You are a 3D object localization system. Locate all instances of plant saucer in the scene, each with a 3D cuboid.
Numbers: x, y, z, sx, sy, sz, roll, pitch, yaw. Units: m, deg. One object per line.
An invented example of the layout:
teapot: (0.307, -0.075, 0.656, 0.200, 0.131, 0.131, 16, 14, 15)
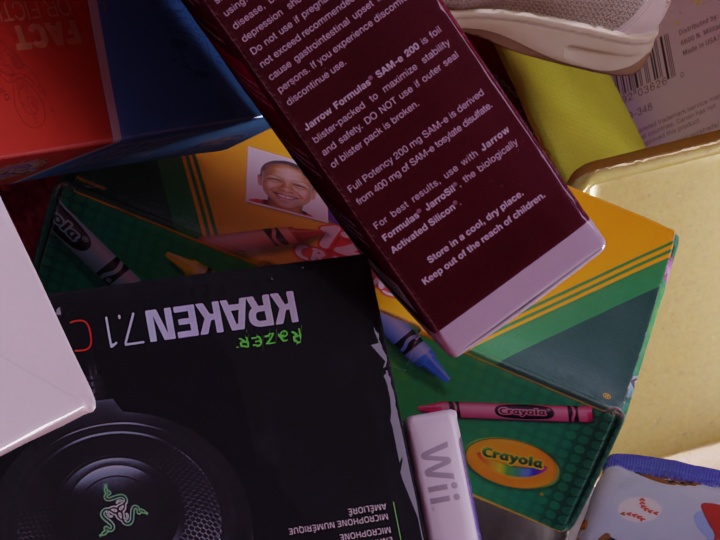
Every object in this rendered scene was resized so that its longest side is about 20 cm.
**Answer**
plant saucer: (0.157, 0.015, 1.182, 0.199, 0.200, 0.048, -14, 36, -19)

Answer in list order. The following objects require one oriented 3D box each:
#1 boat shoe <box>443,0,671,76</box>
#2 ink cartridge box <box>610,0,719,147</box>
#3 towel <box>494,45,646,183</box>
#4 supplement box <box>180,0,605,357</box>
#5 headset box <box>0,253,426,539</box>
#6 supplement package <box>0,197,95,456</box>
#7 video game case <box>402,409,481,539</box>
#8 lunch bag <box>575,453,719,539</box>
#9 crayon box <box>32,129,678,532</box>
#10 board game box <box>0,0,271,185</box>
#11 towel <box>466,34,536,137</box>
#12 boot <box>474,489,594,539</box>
boat shoe: (0.031, -0.126, 1.111, 0.200, 0.065, 0.072, 11, 31, -24)
ink cartridge box: (0.167, -0.122, 1.300, 0.086, 0.147, 0.201, 20, 57, -47)
towel: (0.077, -0.085, 1.240, 0.086, 0.018, 0.200, 16, 43, -50)
supplement box: (-0.015, -0.079, 0.887, 0.200, 0.061, 0.109, 54, -2, -18)
headset box: (-0.069, 0.112, 0.873, 0.174, 0.093, 0.201, -7, 74, -13)
supplement package: (-0.216, 0.028, 0.716, 0.191, 0.200, 0.147, -26, 91, -54)
video game case: (0.035, 0.155, 0.915, 0.143, 0.018, 0.201, 98, -19, -75)
lunch bag: (0.122, 0.195, 1.042, 0.170, 0.124, 0.200, -57, 151, -53)
crayon box: (0.000, 0.000, 1.018, 0.200, 0.058, 0.119, 22, 34, 2)
board game box: (-0.108, -0.129, 0.925, 0.153, 0.040, 0.200, -14, 83, -53)
towel: (0.027, -0.071, 1.161, 0.145, 0.022, 0.200, 47, 21, -17)
boot: (0.030, 0.133, 1.068, 0.182, 0.072, 0.200, 57, 42, -36)
